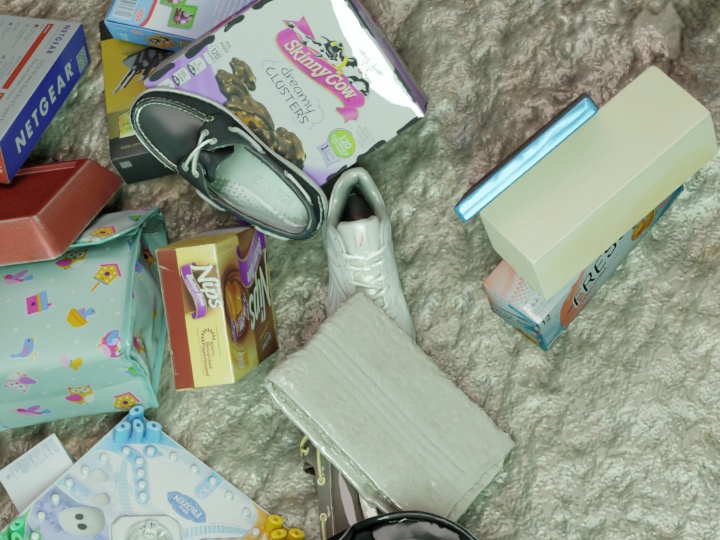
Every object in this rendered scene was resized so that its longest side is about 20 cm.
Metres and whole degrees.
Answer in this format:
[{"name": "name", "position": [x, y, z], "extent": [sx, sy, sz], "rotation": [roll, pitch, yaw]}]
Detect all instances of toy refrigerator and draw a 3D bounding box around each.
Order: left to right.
[{"name": "toy refrigerator", "position": [0.204, -0.073, 1.666], "extent": [0.200, 0.070, 0.076], "rotation": [-40, 57, -8]}]

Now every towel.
[{"name": "towel", "position": [0.027, 0.123, 1.646], "extent": [0.200, 0.034, 0.132], "rotation": [46, 56, 2]}]

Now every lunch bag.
[{"name": "lunch bag", "position": [-0.262, 0.027, 1.769], "extent": [0.168, 0.122, 0.202], "rotation": [-8, 52, 11]}]

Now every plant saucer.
[{"name": "plant saucer", "position": [-0.338, -0.052, 1.789], "extent": [0.197, 0.037, 0.200], "rotation": [-7, 21, 14]}]

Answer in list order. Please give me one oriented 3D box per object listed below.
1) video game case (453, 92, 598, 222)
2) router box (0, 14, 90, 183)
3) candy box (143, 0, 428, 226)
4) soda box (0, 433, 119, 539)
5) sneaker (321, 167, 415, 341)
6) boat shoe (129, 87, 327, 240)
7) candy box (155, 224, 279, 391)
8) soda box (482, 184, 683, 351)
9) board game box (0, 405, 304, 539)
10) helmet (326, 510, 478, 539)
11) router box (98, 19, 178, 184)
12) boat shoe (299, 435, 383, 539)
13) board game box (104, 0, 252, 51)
[{"name": "video game case", "position": [0.143, -0.100, 1.681], "extent": [0.143, 0.200, 0.018], "rotation": [-41, 91, 9]}, {"name": "router box", "position": [-0.379, -0.171, 1.879], "extent": [0.178, 0.049, 0.201], "rotation": [7, 43, 17]}, {"name": "candy box", "position": [-0.064, -0.161, 1.762], "extent": [0.199, 0.072, 0.168], "rotation": [-32, 101, 14]}, {"name": "soda box", "position": [-0.233, 0.242, 1.688], "extent": [0.063, 0.068, 0.201], "rotation": [-33, 63, -6]}, {"name": "sneaker", "position": [0.000, 0.000, 1.727], "extent": [0.077, 0.100, 0.202], "rotation": [-12, 64, -3]}, {"name": "boat shoe", "position": [-0.117, -0.094, 1.714], "extent": [0.199, 0.060, 0.076], "rotation": [28, 103, 0]}, {"name": "candy box", "position": [-0.119, 0.028, 1.672], "extent": [0.056, 0.200, 0.118], "rotation": [-7, 94, 10]}, {"name": "soda box", "position": [0.196, -0.030, 1.720], "extent": [0.068, 0.064, 0.200], "rotation": [36, 78, 25]}, {"name": "board game box", "position": [-0.177, 0.227, 1.642], "extent": [0.199, 0.026, 0.200], "rotation": [35, 50, 14]}, {"name": "helmet", "position": [0.021, 0.290, 1.541], "extent": [0.198, 0.190, 0.202], "rotation": [8, 104, 35]}, {"name": "router box", "position": [-0.145, -0.182, 1.873], "extent": [0.198, 0.052, 0.159], "rotation": [-13, 64, 7]}, {"name": "boat shoe", "position": [-0.021, 0.166, 1.676], "extent": [0.059, 0.072, 0.202], "rotation": [-15, 67, 5]}, {"name": "board game box", "position": [-0.123, -0.271, 1.859], "extent": [0.198, 0.037, 0.153], "rotation": [14, 69, 17]}]
